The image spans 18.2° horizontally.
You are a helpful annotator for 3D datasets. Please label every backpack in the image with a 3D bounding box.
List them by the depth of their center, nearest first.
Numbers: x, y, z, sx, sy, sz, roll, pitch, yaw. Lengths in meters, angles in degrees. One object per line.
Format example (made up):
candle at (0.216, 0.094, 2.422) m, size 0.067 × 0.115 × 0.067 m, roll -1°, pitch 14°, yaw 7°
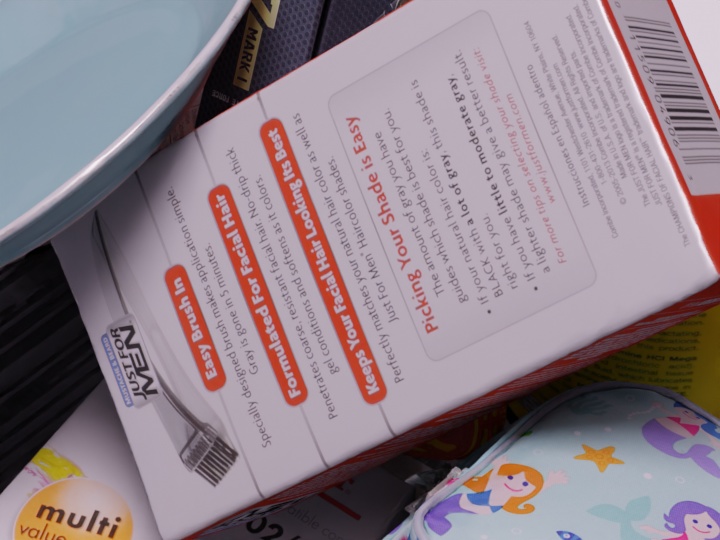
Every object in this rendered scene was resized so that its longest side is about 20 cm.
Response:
backpack at (0.080, 0.126, 0.675) m, size 0.177 × 0.151 × 0.200 m, roll 33°, pitch 29°, yaw 15°

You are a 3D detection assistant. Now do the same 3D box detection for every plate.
plate at (-0.108, -0.046, 0.719) m, size 0.200 × 0.026 × 0.200 m, roll -29°, pitch 26°, yaw 16°

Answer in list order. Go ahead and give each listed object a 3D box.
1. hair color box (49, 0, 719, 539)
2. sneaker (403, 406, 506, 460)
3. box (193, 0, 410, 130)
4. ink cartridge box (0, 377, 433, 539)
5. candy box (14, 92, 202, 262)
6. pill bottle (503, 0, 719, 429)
hair color box at (0.012, -0.008, 0.666) m, size 0.199 × 0.064 × 0.111 m, roll -27°, pitch 79°, yaw 28°
sneaker at (0.000, 0.000, 0.796) m, size 0.077 × 0.073 × 0.200 m, roll -16°, pitch 34°, yaw -24°
box at (0.039, -0.100, 0.795) m, size 0.051 × 0.158 × 0.199 m, roll 26°, pitch 17°, yaw 39°
ink cartridge box at (-0.060, 0.102, 0.754) m, size 0.115 × 0.068 × 0.200 m, roll 29°, pitch 58°, yaw 18°
candy box at (-0.080, -0.114, 0.912) m, size 0.199 × 0.072 × 0.168 m, roll -20°, pitch 56°, yaw -14°
pill bottle at (0.102, -0.017, 0.760) m, size 0.112 × 0.200 × 0.113 m, roll 0°, pitch 54°, yaw 0°
